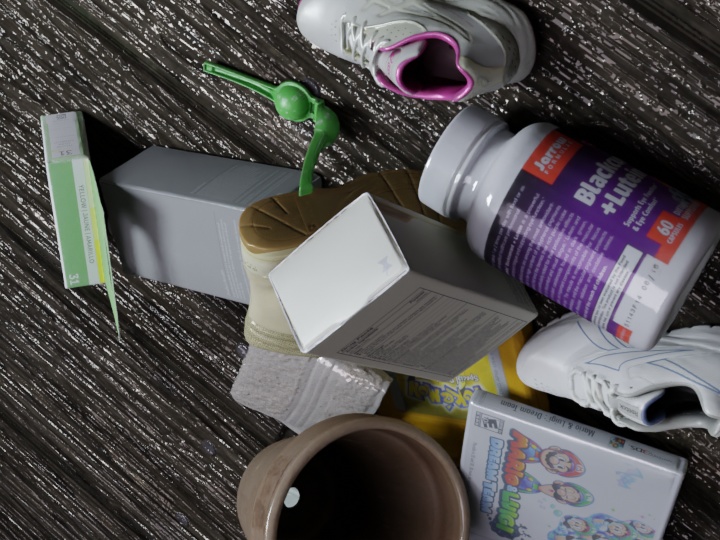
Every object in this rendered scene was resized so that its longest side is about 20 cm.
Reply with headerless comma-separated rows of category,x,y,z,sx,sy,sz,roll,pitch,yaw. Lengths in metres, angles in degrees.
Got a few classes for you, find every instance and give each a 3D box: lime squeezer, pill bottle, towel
lime squeezer,-0.061,-0.125,0.992,0.200,0.071,0.038,52,164,40
pill bottle,0.147,-0.038,0.855,0.200,0.111,0.112,31,134,17
towel,-0.052,0.111,1.115,0.132,0.035,0.200,27,152,1

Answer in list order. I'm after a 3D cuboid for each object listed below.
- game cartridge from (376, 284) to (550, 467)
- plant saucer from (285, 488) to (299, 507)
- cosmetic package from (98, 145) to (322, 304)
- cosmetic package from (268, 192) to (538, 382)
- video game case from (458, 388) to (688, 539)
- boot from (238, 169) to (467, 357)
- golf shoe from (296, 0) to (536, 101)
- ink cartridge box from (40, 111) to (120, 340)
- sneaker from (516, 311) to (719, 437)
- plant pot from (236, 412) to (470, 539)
game cartridge,0.079,0.092,1.055,0.176,0.032,0.200,4,121,36
plant saucer,-0.039,0.319,1.242,0.200,0.050,0.200,44,152,31
cosmetic package,-0.133,-0.041,1.090,0.200,0.090,0.107,16,128,32
cosmetic package,0.037,0.019,0.885,0.105,0.200,0.071,-38,61,20
video game case,0.172,0.202,1.034,0.182,0.024,0.200,18,134,16
boot,0.000,0.000,0.977,0.156,0.200,0.073,96,159,-50
golf shoe,0.025,-0.171,0.872,0.200,0.092,0.075,16,129,31
ink cartridge box,-0.268,-0.043,1.136,0.200,0.048,0.146,-114,20,-53
sneaker,0.204,0.080,0.910,0.200,0.087,0.075,0,120,38
plant pot,-0.031,0.221,1.074,0.175,0.200,0.201,3,123,60
